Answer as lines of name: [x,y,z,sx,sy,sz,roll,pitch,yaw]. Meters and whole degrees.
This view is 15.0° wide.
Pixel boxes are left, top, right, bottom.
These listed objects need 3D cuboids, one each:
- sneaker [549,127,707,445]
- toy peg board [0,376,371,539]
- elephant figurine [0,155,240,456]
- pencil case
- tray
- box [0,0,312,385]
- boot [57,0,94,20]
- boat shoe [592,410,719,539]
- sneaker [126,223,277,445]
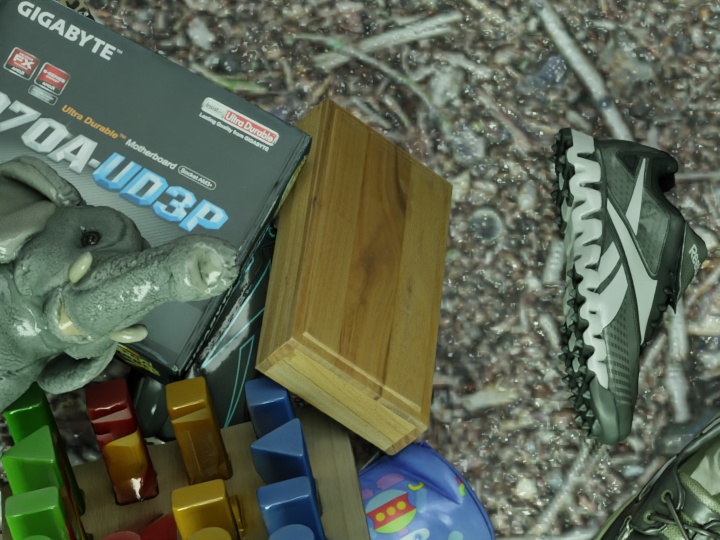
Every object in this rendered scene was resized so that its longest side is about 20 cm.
sneaker: [0.162,0.006,1.611,0.090,0.067,0.201,0,63,-4]
toy peg board: [-0.101,0.127,1.439,0.198,0.098,0.200,-14,35,1]
elephant figurine: [-0.165,0.013,1.412,0.199,0.142,0.156,-31,66,-1]
pencil case: [-0.023,0.164,1.510,0.199,0.078,0.087,-28,82,-18]
tray: [0.000,0.000,1.551,0.098,0.037,0.201,34,37,-23]
box: [-0.150,-0.050,1.531,0.199,0.046,0.159,28,73,4]
boot: [-0.216,-0.090,1.609,0.150,0.073,0.201,-19,62,-12]
boat shoe: [0.189,0.137,1.554,0.072,0.066,0.201,39,67,11]
sneaker: [-0.076,0.014,1.587,0.079,0.075,0.201,21,72,-10]
